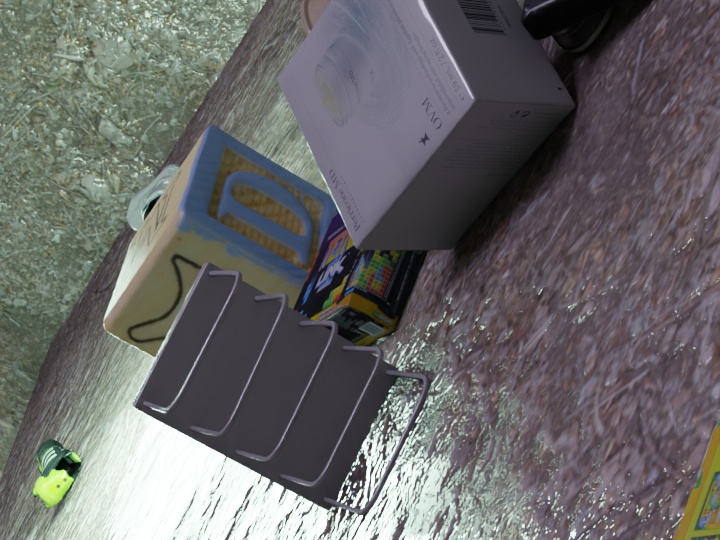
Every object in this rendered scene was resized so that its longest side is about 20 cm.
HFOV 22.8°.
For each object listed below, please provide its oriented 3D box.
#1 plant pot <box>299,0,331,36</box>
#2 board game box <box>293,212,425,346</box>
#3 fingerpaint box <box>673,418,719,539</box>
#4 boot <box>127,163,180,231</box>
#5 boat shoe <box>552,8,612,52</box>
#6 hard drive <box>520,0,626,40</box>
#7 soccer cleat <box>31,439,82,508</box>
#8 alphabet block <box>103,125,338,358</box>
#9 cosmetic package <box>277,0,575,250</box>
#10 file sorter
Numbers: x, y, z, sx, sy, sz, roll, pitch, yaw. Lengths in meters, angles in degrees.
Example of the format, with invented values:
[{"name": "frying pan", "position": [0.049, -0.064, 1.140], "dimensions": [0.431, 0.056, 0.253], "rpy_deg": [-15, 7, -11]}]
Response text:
[{"name": "plant pot", "position": [0.068, -0.284, 1.737], "dimensions": [0.184, 0.199, 0.201], "rpy_deg": [-57, 13, 35]}, {"name": "board game box", "position": [0.000, 0.000, 1.762], "dimensions": [0.200, 0.056, 0.167], "rpy_deg": [-34, 31, 62]}, {"name": "fingerpaint box", "position": [0.217, 0.085, 0.761], "dimensions": [0.201, 0.073, 0.167], "rpy_deg": [-66, 14, -18]}, {"name": "boot", "position": [-0.407, -0.119, 3.443], "dimensions": [0.200, 0.073, 0.096], "rpy_deg": [-48, 12, 41]}, {"name": "boat shoe", "position": [0.178, -0.248, 1.600], "dimensions": [0.067, 0.057, 0.200], "rpy_deg": [-57, 14, 18]}, {"name": "hard drive", "position": [0.212, -0.294, 1.524], "dimensions": [0.139, 0.033, 0.201], "rpy_deg": [-22, 36, 35]}, {"name": "soccer cleat", "position": [-0.492, 0.322, 2.931], "dimensions": [0.081, 0.068, 0.200], "rpy_deg": [-41, 18, 8]}, {"name": "alphabet block", "position": [-0.159, -0.007, 2.077], "dimensions": [0.200, 0.194, 0.197], "rpy_deg": [-51, 15, 32]}, {"name": "cosmetic package", "position": [0.050, -0.156, 1.561], "dimensions": [0.200, 0.122, 0.201], "rpy_deg": [-52, 53, 40]}, {"name": "file sorter", "position": [-0.064, 0.100, 1.494], "dimensions": [0.140, 0.199, 0.124], "rpy_deg": [-63, 16, -9]}]
